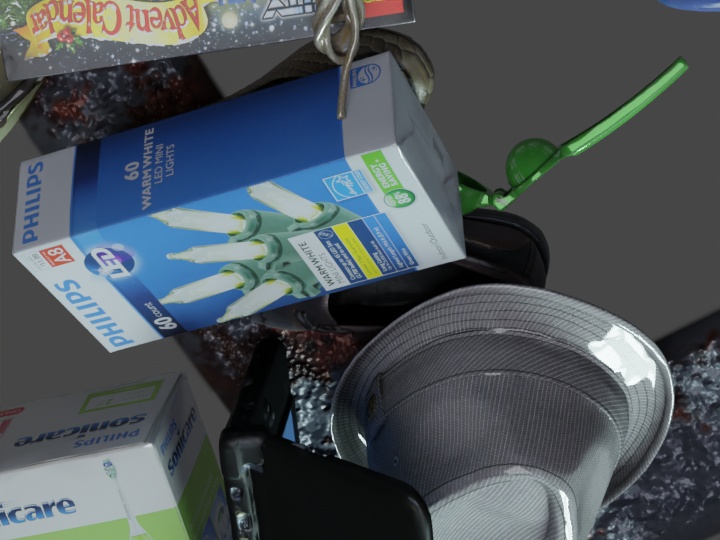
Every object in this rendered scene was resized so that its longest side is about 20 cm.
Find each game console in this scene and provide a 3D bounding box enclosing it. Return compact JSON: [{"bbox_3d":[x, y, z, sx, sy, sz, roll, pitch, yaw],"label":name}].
[{"bbox_3d":[-0.004,0.159,0.929,0.115,0.176,0.202,-2,115,8],"label":"game console"}]

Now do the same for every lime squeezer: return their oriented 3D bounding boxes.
[{"bbox_3d":[0.072,-0.066,0.897,0.198,0.038,0.071,-4,84,11],"label":"lime squeezer"}]

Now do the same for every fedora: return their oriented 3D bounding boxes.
[{"bbox_3d":[0.069,0.106,0.906,0.176,0.091,0.200,24,137,-17],"label":"fedora"}]

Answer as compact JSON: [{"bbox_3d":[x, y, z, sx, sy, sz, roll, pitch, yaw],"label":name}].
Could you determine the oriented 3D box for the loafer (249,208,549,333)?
[{"bbox_3d":[0.000,0.000,0.915,0.198,0.063,0.073,0,115,8],"label":"loafer"}]

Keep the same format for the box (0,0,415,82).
[{"bbox_3d":[-0.080,-0.173,0.821,0.198,0.038,0.138,-9,102,-2],"label":"box"}]

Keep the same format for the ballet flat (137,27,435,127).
[{"bbox_3d":[-0.053,-0.068,0.882,0.198,0.046,0.068,-16,113,26],"label":"ballet flat"}]

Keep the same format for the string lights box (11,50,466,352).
[{"bbox_3d":[-0.058,-0.030,0.852,0.198,0.059,0.103,-15,144,16],"label":"string lights box"}]

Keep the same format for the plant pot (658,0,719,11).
[{"bbox_3d":[0.181,-0.212,0.668,0.198,0.180,0.201,-5,134,-26],"label":"plant pot"}]

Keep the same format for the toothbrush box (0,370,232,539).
[{"bbox_3d":[-0.145,0.176,1.007,0.144,0.086,0.202,-12,114,14],"label":"toothbrush box"}]

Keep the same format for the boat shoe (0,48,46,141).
[{"bbox_3d":[-0.174,-0.127,0.877,0.073,0.065,0.201,32,114,-6],"label":"boat shoe"}]

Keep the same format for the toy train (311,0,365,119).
[{"bbox_3d":[-0.047,-0.176,0.766,0.115,0.085,0.202,11,101,5],"label":"toy train"}]
